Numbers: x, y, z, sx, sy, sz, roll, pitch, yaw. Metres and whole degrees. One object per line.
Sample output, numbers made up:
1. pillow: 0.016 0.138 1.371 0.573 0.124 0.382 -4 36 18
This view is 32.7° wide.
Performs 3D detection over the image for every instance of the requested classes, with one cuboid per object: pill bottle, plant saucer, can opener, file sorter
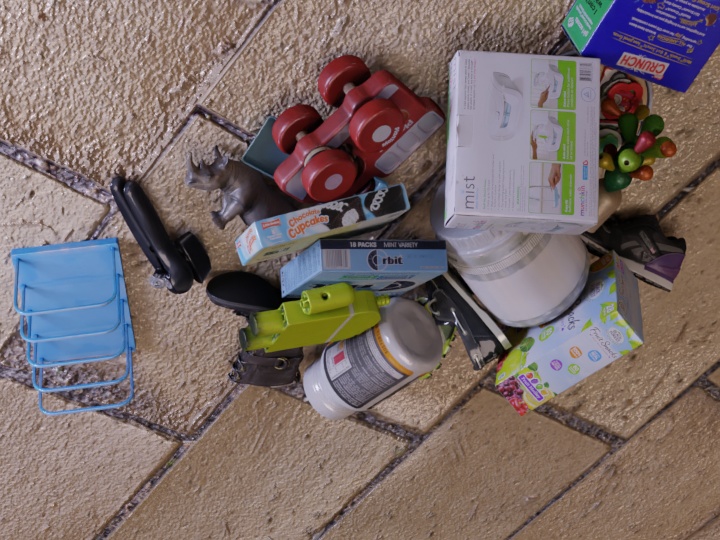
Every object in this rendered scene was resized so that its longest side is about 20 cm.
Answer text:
1. pill bottle: 0.014 0.130 1.748 0.116 0.117 0.200 26 135 -31
2. plant saucer: -0.058 -0.128 1.573 0.199 0.019 0.070 27 105 -33
3. can opener: -0.267 -0.044 1.590 0.063 0.079 0.201 5 141 37
4. file sorter: -0.376 0.079 1.620 0.137 0.123 0.201 -6 133 -7

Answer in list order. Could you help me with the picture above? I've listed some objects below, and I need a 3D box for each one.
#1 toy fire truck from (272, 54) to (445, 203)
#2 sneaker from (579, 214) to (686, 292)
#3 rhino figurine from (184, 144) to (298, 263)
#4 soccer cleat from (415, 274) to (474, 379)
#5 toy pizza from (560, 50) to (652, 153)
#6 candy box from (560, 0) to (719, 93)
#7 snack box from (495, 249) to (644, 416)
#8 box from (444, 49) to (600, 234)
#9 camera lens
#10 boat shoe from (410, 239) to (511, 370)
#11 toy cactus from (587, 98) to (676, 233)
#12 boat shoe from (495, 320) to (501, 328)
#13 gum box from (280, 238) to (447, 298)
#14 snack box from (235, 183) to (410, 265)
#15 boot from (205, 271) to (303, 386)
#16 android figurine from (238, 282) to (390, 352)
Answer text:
1. toy fire truck: -0.003 -0.154 1.511 0.200 0.112 0.168 -44 144 13
2. sneaker: 0.373 -0.049 1.737 0.199 0.076 0.088 25 93 -22
3. rhino figurine: -0.153 -0.090 1.563 0.087 0.060 0.200 -44 127 4
4. soccer cleat: 0.103 0.078 1.789 0.083 0.065 0.201 25 132 5
5. toy pizza: 0.286 -0.197 1.593 0.198 0.032 0.201 -7 132 -8
6. candy box: 0.365 -0.331 1.463 0.168 0.077 0.201 13 126 -25
7. snack box: 0.281 0.083 1.659 0.199 0.169 0.068 -35 108 24
8. box: 0.192 -0.152 1.474 0.174 0.202 0.097 2 172 -3
9. camera lens: 0.200 -0.035 1.626 0.159 0.161 0.200 -30 128 14
10. boat shoe: 0.120 0.044 1.673 0.067 0.200 0.072 -40 172 8
11. toy cactus: 0.316 -0.127 1.528 0.102 0.200 0.166 31 106 -5
12. boat shoe: 0.240 0.061 1.794 0.199 0.074 0.067 -26 119 8
13. gum box: 0.000 0.000 1.611 0.168 0.045 0.200 0 170 -19
14. snack box: -0.048 -0.056 1.530 0.198 0.037 0.116 -16 174 -20
15. boot: -0.147 0.096 1.726 0.198 0.070 0.175 12 127 -26
16. android figurine: -0.057 0.064 1.616 0.198 0.041 0.182 -11 163 -21
